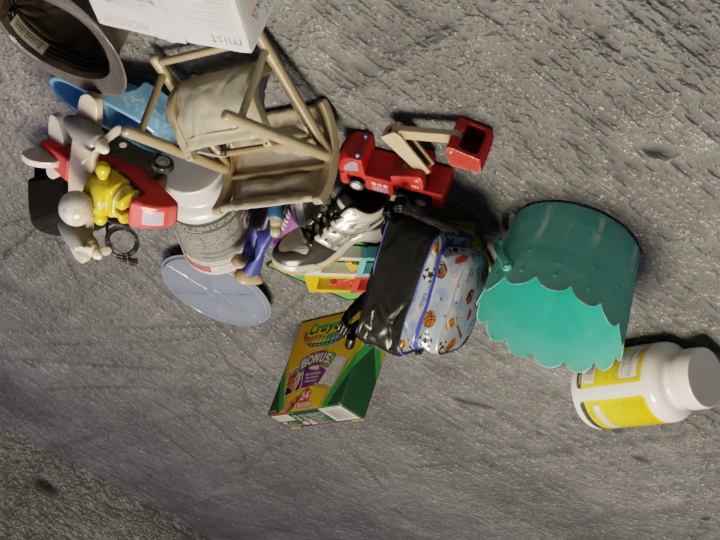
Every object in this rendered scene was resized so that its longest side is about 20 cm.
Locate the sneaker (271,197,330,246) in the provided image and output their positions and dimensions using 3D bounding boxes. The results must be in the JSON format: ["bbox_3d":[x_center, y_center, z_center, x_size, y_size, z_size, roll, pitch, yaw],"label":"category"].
[{"bbox_3d":[-0.098,-0.072,1.775,0.113,0.073,0.201,17,152,18],"label":"sneaker"}]

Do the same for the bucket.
[{"bbox_3d":[0.253,0.020,1.598,0.204,0.136,0.208,18,152,10],"label":"bucket"}]

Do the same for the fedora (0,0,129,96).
[{"bbox_3d":[-0.343,-0.305,1.521,0.197,0.091,0.178,20,152,21],"label":"fedora"}]

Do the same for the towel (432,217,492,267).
[{"bbox_3d":[0.149,-0.009,1.761,0.085,0.018,0.201,12,152,31],"label":"towel"}]

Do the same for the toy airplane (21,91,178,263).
[{"bbox_3d":[-0.351,-0.112,1.620,0.197,0.142,0.201,-18,115,33],"label":"toy airplane"}]

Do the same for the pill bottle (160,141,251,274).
[{"bbox_3d":[-0.216,-0.092,1.781,0.112,0.115,0.201,15,152,15],"label":"pill bottle"}]

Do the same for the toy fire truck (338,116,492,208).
[{"bbox_3d":[0.062,-0.140,1.553,0.197,0.049,0.142,16,152,15],"label":"toy fire truck"}]

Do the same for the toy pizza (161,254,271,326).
[{"bbox_3d":[-0.237,0.027,2.099,0.197,0.032,0.201,18,151,10],"label":"toy pizza"}]

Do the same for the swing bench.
[{"bbox_3d":[-0.152,-0.176,1.572,0.197,0.131,0.200,-3,149,39],"label":"swing bench"}]

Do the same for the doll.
[{"bbox_3d":[-0.128,-0.081,1.711,0.048,0.137,0.202,8,118,-18],"label":"doll"}]

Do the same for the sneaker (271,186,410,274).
[{"bbox_3d":[-0.031,-0.068,1.656,0.076,0.198,0.088,58,169,38],"label":"sneaker"}]

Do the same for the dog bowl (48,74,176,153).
[{"bbox_3d":[-0.322,-0.222,1.666,0.198,0.050,0.112,28,162,4],"label":"dog bowl"}]

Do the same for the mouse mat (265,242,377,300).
[{"bbox_3d":[-0.018,-0.002,1.813,0.159,0.008,0.199,-18,153,35],"label":"mouse mat"}]

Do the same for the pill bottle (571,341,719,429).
[{"bbox_3d":[0.400,0.159,1.763,0.111,0.112,0.199,37,150,-27],"label":"pill bottle"}]

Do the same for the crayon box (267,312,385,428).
[{"bbox_3d":[-0.048,0.158,2.033,0.058,0.175,0.199,34,151,-29],"label":"crayon box"}]

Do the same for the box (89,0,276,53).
[{"bbox_3d":[-0.205,-0.337,1.352,0.197,0.098,0.177,13,152,18],"label":"box"}]

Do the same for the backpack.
[{"bbox_3d":[0.083,0.018,1.631,0.152,0.203,0.190,25,-169,13],"label":"backpack"}]

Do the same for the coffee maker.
[{"bbox_3d":[-0.387,-0.104,1.803,0.134,0.195,0.199,30,155,-34],"label":"coffee maker"}]

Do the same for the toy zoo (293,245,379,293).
[{"bbox_3d":[0.000,0.000,1.783,0.196,0.021,0.132,1,158,-7],"label":"toy zoo"}]
